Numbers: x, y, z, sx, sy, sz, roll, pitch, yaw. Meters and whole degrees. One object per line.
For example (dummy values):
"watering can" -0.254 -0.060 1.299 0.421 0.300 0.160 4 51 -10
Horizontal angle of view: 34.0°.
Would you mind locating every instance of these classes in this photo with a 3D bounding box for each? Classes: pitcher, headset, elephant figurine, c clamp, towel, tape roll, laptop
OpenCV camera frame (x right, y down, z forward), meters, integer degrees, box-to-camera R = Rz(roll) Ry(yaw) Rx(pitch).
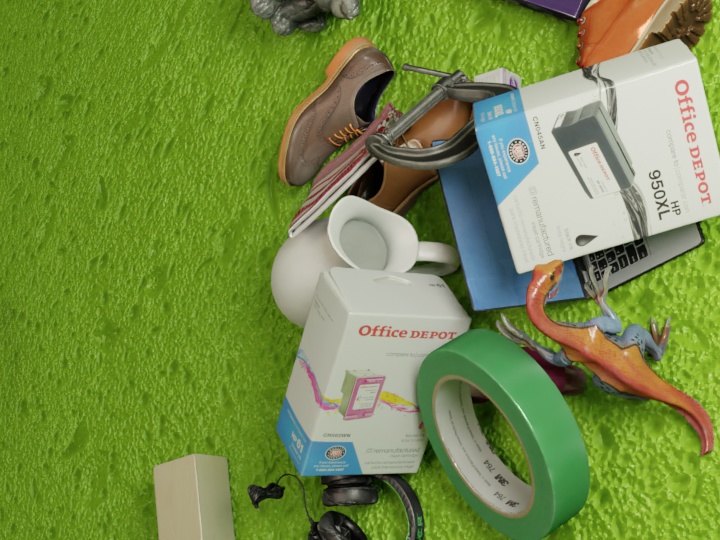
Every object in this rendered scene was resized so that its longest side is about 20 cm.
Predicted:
"pitcher" 0.000 0.000 1.303 0.200 0.169 0.123 -35 46 57
"headset" -0.027 0.268 1.290 0.198 0.094 0.126 14 90 33
"elephant figurine" -0.033 -0.358 1.409 0.198 0.140 0.158 -5 92 49
"c clamp" 0.074 -0.155 1.198 0.169 0.200 0.027 9 128 30
"towel" -0.018 -0.114 1.308 0.023 0.200 0.144 44 108 -8
"tape roll" 0.132 0.157 1.119 0.200 0.048 0.203 42 146 37
"laptop" 0.195 -0.077 1.136 0.199 0.115 0.190 -30 62 36

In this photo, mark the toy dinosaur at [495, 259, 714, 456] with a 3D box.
"toy dinosaur" 0.219 0.059 1.036 0.199 0.180 0.106 37 102 38

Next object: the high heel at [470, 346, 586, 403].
"high heel" 0.122 0.103 1.181 0.198 0.095 0.069 7 86 44

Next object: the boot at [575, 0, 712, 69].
"boot" 0.236 -0.201 1.134 0.200 0.075 0.107 -49 49 -4

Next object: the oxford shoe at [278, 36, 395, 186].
"oxford shoe" -0.031 -0.177 1.408 0.073 0.071 0.202 44 111 34

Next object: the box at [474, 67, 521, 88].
"box" 0.148 -0.110 1.241 0.041 0.038 0.204 -12 73 40

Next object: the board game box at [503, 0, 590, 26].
"board game box" 0.198 -0.359 1.235 0.199 0.056 0.167 31 102 43

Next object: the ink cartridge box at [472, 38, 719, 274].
"ink cartridge box" 0.213 -0.101 1.049 0.197 0.084 0.146 -17 110 11

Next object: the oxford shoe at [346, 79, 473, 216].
"oxford shoe" 0.058 -0.133 1.313 0.201 0.071 0.072 -52 50 21

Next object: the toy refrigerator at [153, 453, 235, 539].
"toy refrigerator" -0.201 0.337 1.462 0.075 0.070 0.203 -21 67 31

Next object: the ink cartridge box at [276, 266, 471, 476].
"ink cartridge box" 0.011 0.107 1.213 0.085 0.142 0.203 53 133 52
